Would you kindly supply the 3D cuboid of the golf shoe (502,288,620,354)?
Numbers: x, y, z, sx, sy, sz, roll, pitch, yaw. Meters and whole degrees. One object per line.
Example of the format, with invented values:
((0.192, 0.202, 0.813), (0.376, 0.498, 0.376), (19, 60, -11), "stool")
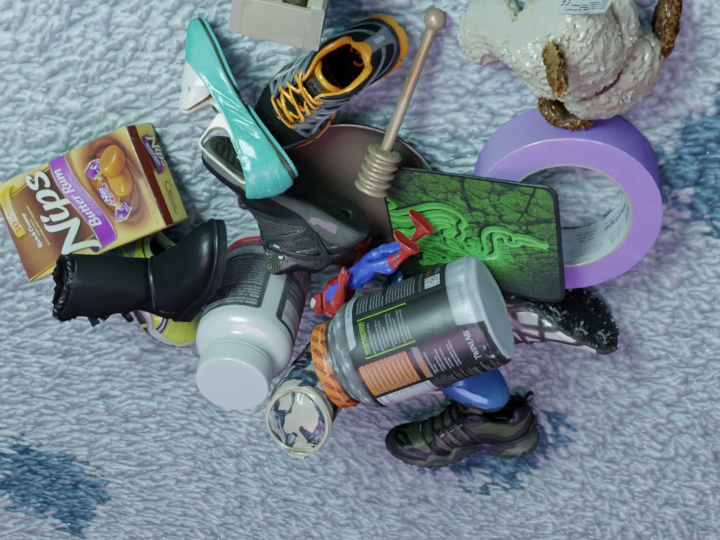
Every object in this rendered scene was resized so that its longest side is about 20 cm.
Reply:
((0.203, 0.052, 1.347), (0.199, 0.078, 0.095), (26, 139, -3), "golf shoe")

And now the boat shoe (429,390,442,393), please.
((0.074, 0.109, 1.417), (0.199, 0.071, 0.063), (-12, 126, 24), "boat shoe")

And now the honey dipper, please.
((0.045, -0.169, 1.170), (0.038, 0.038, 0.201), (19, 113, -8), "honey dipper")

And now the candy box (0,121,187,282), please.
((-0.303, -0.074, 1.290), (0.199, 0.056, 0.117), (-20, 94, 25), "candy box")

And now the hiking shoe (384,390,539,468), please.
((0.127, 0.191, 1.485), (0.198, 0.076, 0.101), (-7, 122, 4), "hiking shoe")

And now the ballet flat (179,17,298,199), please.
((-0.139, -0.157, 1.151), (0.070, 0.067, 0.201), (-30, 85, -8), "ballet flat")

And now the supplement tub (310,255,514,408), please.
((0.054, 0.072, 1.242), (0.199, 0.123, 0.123), (-20, 125, 19), "supplement tub")

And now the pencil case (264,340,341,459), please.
((-0.048, 0.137, 1.324), (0.077, 0.200, 0.090), (-5, 107, 15), "pencil case")

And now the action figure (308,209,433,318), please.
((0.000, 0.000, 1.284), (0.052, 0.066, 0.200), (38, 136, -9), "action figure")

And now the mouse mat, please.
((0.119, -0.039, 1.233), (0.199, 0.008, 0.162), (11, 136, 26), "mouse mat")

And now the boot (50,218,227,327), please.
((-0.243, 0.002, 1.253), (0.161, 0.074, 0.198), (5, 152, -24), "boot")

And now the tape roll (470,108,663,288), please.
((0.218, -0.076, 1.230), (0.198, 0.066, 0.201), (5, 133, 5), "tape roll")

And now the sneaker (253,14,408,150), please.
((-0.045, -0.184, 1.156), (0.200, 0.077, 0.078), (-37, 93, 28), "sneaker")

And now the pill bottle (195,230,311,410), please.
((-0.124, 0.057, 1.310), (0.110, 0.201, 0.111), (5, 132, 6), "pill bottle")

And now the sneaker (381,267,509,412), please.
((0.100, 0.079, 1.333), (0.200, 0.066, 0.079), (46, 142, 10), "sneaker")

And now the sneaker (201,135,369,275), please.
((-0.100, -0.060, 1.244), (0.199, 0.077, 0.114), (30, 123, -23), "sneaker")

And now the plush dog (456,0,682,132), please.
((0.215, -0.204, 1.080), (0.171, 0.161, 0.200), (20, 136, -41), "plush dog")

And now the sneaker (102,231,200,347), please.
((-0.235, 0.015, 1.377), (0.076, 0.076, 0.201), (-13, 129, 22), "sneaker")

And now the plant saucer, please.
((-0.008, -0.086, 1.278), (0.199, 0.035, 0.201), (4, 131, 5), "plant saucer")

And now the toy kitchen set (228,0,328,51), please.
((-0.006, -0.316, 0.976), (0.162, 0.181, 0.201), (12, 136, -3), "toy kitchen set")
